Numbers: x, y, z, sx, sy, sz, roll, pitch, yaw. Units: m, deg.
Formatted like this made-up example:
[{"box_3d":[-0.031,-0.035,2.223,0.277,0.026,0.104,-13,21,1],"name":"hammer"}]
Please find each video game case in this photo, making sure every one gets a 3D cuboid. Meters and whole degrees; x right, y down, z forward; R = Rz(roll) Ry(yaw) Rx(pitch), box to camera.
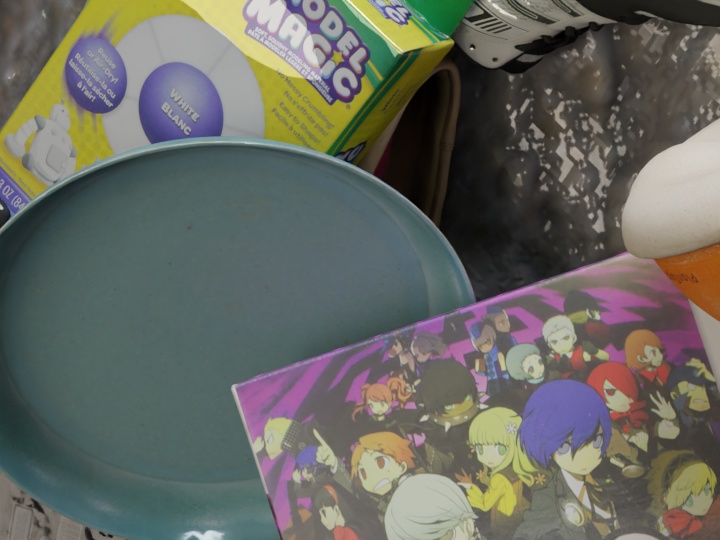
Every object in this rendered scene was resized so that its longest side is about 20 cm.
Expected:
[{"box_3d":[0.074,0.096,0.800,0.199,0.036,0.182,-18,87,10],"name":"video game case"}]

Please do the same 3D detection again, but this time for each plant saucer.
[{"box_3d":[-0.055,0.026,0.839,0.200,0.199,0.027,-58,24,31],"name":"plant saucer"}]

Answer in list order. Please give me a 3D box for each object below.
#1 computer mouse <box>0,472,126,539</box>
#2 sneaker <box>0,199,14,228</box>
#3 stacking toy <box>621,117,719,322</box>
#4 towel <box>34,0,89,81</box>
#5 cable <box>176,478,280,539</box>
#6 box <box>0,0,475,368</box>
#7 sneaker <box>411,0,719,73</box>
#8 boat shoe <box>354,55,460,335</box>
[{"box_3d":[-0.080,0.147,0.992,0.199,0.046,0.141,10,101,19],"name":"computer mouse"},{"box_3d":[-0.185,0.030,1.003,0.079,0.089,0.200,46,123,28],"name":"sneaker"},{"box_3d":[0.189,0.026,0.718,0.146,0.146,0.200,-23,100,41],"name":"stacking toy"},{"box_3d":[-0.135,-0.011,1.038,0.149,0.031,0.200,53,127,21],"name":"towel"},{"box_3d":[-0.023,0.186,0.931,0.163,0.051,0.200,-35,91,10],"name":"cable"},{"box_3d":[-0.052,-0.071,0.845,0.117,0.048,0.200,46,117,12],"name":"box"},{"box_3d":[0.077,-0.112,0.818,0.200,0.076,0.088,25,128,40],"name":"sneaker"},{"box_3d":[0.000,0.000,0.891,0.069,0.074,0.201,20,112,38],"name":"boat shoe"}]
